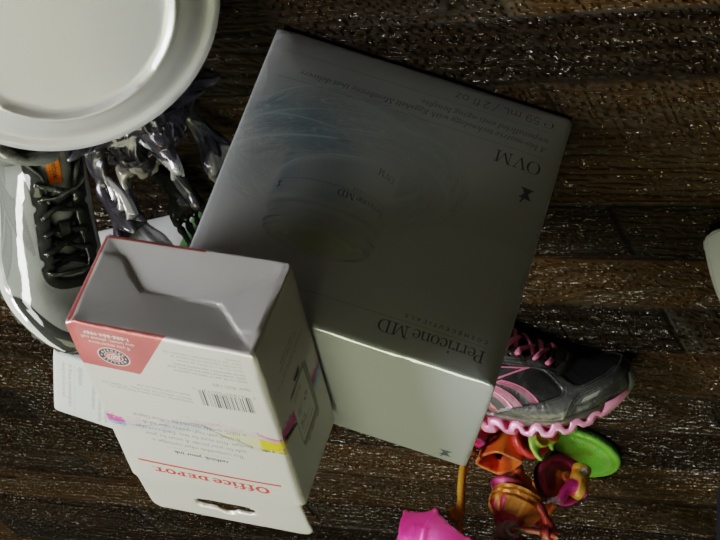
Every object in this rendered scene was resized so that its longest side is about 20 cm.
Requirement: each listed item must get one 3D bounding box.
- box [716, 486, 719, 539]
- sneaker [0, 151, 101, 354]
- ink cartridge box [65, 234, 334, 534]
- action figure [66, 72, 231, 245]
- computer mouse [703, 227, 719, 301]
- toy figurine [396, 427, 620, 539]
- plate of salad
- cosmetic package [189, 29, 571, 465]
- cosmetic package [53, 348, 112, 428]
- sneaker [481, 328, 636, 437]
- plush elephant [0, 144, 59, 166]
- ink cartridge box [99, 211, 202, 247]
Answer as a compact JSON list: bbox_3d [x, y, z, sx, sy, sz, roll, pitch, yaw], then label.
[{"bbox_3d":[0.369,0.186,1.309,0.198,0.124,0.199,6,153,1],"label":"box"},{"bbox_3d":[-0.219,-0.038,1.268,0.073,0.202,0.079,-14,172,-31],"label":"sneaker"},{"bbox_3d":[-0.085,0.072,1.070,0.115,0.068,0.201,9,144,17],"label":"ink cartridge box"},{"bbox_3d":[-0.131,-0.062,1.243,0.102,0.119,0.200,50,163,15],"label":"action figure"},{"bbox_3d":[0.289,0.039,1.223,0.109,0.044,0.200,-8,141,42],"label":"computer mouse"},{"bbox_3d":[0.103,0.199,1.471,0.199,0.185,0.150,28,151,-16],"label":"toy figurine"},{"bbox_3d":[-0.184,-0.163,1.098,0.198,0.048,0.201,-8,126,-11],"label":"plate of salad"},{"bbox_3d":[0.007,-0.015,1.142,0.198,0.201,0.123,17,152,3],"label":"cosmetic package"},{"bbox_3d":[-0.126,0.084,1.354,0.198,0.075,0.102,17,150,0],"label":"cosmetic package"},{"bbox_3d":[0.106,0.072,1.374,0.198,0.079,0.096,-6,110,17],"label":"sneaker"},{"bbox_3d":[-0.283,-0.123,1.197,0.163,0.202,0.155,3,167,15],"label":"plush elephant"},{"bbox_3d":[-0.130,0.031,1.428,0.199,0.088,0.145,-12,138,42],"label":"ink cartridge box"}]
